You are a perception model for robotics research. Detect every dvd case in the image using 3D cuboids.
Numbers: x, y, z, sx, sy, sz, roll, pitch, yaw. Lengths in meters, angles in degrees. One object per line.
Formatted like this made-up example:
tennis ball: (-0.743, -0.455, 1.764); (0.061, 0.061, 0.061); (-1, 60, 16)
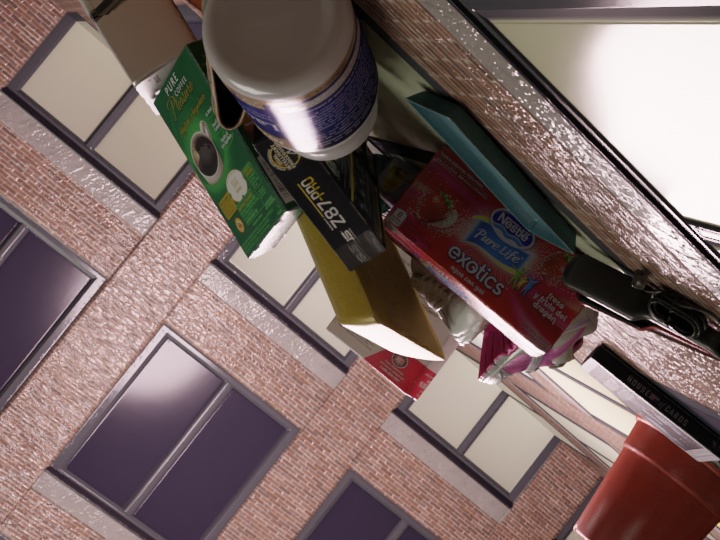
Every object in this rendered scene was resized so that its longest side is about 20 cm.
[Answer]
dvd case: (0.369, 0.171, 1.632); (0.199, 0.025, 0.150); (38, 176, 9)

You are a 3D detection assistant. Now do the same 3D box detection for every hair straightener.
hair straightener: (0.245, 0.036, 1.079); (0.200, 0.041, 0.077); (36, 176, 43)

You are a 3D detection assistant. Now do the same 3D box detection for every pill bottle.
pill bottle: (-0.046, -0.161, 1.025); (0.115, 0.116, 0.200); (38, 176, 15)

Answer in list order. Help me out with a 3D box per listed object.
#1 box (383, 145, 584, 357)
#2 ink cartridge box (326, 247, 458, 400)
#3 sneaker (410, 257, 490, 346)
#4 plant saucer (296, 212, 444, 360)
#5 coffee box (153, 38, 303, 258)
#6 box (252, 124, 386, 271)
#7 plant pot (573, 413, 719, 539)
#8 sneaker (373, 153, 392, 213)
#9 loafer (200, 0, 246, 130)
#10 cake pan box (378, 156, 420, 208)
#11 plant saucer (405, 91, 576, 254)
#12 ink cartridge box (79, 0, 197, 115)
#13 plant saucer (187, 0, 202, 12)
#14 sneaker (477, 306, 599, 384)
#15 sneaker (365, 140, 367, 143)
box: (0.125, -0.015, 1.236); (0.200, 0.096, 0.100); (40, 176, 6)
ink cartridge box: (0.075, 0.047, 1.719); (0.144, 0.201, 0.084); (37, 179, 18)
sneaker: (0.094, 0.019, 1.383); (0.099, 0.078, 0.200); (43, 175, -9)
plant saucer: (0.000, 0.000, 1.347); (0.200, 0.048, 0.201); (34, -151, -62)
coffee box: (-0.131, -0.125, 1.312); (0.201, 0.044, 0.123); (57, 148, 8)
box: (-0.039, -0.116, 1.248); (0.161, 0.049, 0.201); (51, -163, -27)
plant pot: (0.427, 0.349, 1.886); (0.200, 0.196, 0.201); (39, 176, 3)
sneaker: (-0.033, -0.103, 1.460); (0.087, 0.075, 0.199); (18, -165, 31)
loafer: (-0.109, -0.199, 1.156); (0.071, 0.063, 0.200); (3, 155, -5)
cake pan box: (0.125, -0.029, 1.453); (0.184, 0.052, 0.200); (39, 177, 41)
plant saucer: (0.117, -0.084, 1.100); (0.200, 0.019, 0.070); (43, 175, -36)
ink cartridge box: (-0.246, -0.282, 1.372); (0.201, 0.084, 0.145); (58, 179, 5)
plant saucer: (-0.168, -0.297, 1.212); (0.200, 0.038, 0.200); (38, 176, 3)
sneaker: (0.190, 0.076, 1.386); (0.087, 0.082, 0.200); (18, 152, -14)
sneaker: (-0.053, -0.176, 1.441); (0.200, 0.077, 0.080); (25, 146, 62)
